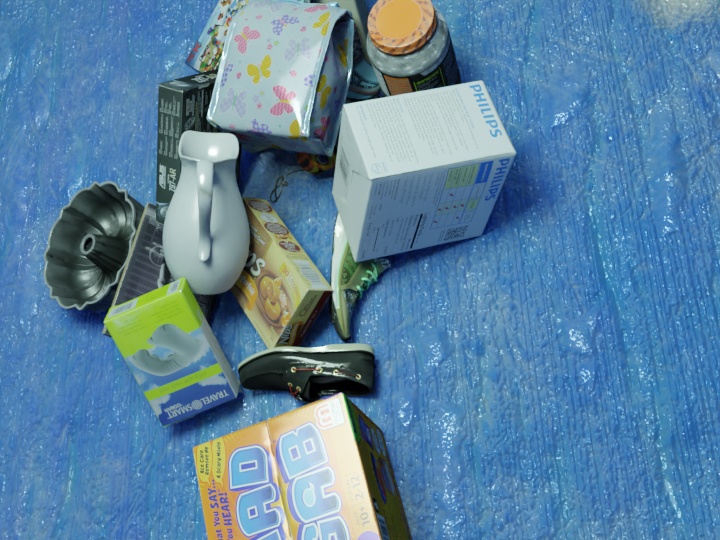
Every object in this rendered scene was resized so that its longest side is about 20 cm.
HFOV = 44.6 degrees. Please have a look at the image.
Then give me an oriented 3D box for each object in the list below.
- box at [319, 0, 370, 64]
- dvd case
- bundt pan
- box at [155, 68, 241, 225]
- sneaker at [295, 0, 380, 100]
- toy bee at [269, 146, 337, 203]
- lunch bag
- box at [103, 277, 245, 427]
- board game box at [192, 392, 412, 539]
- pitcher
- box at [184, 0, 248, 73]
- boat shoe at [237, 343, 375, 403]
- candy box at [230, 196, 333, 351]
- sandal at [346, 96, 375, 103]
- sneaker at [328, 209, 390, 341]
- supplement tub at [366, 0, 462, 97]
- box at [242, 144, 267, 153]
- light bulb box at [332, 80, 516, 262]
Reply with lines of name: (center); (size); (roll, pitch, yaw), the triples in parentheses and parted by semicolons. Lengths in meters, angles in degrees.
box: (-0.039, -0.421, 1.350); (0.076, 0.202, 0.096); (-8, 43, 13)
dvd case: (-0.278, 0.023, 1.288); (0.016, 0.147, 0.204); (-15, 56, 54)
bundt pan: (-0.393, -0.030, 1.352); (0.198, 0.075, 0.207); (-11, 69, 30)
box: (-0.231, -0.180, 1.280); (0.043, 0.160, 0.205); (17, 117, 21)
sneaker: (-0.034, -0.336, 1.306); (0.095, 0.198, 0.080); (-35, 29, 39)
toy bee: (-0.071, -0.192, 1.335); (0.131, 0.107, 0.205); (28, 101, 63)
lunch bag: (-0.102, -0.278, 1.237); (0.166, 0.127, 0.205); (10, 85, 20)
box: (-0.251, 0.123, 1.204); (0.119, 0.203, 0.048); (-21, 23, 7)
board game box: (-0.060, 0.298, 1.064); (0.196, 0.200, 0.204); (-21, 64, 7)
pitcher: (-0.207, -0.066, 1.174); (0.118, 0.205, 0.172); (4, 22, -6)
box: (-0.183, -0.387, 1.377); (0.136, 0.037, 0.203); (33, 93, 43)
boat shoe: (-0.076, 0.144, 1.204); (0.196, 0.074, 0.064); (-5, 58, 10)
candy box: (-0.131, 0.004, 1.254); (0.201, 0.055, 0.116); (52, 120, 33)
sandal: (0.001, -0.221, 1.345); (0.050, 0.081, 0.205); (-56, 47, 37)
sneaker: (0.000, 0.000, 1.251); (0.086, 0.077, 0.205); (4, 73, -1)
supplement tub: (0.079, -0.303, 1.275); (0.119, 0.201, 0.125); (-6, 66, 13)
box: (-0.168, -0.299, 1.406); (0.067, 0.082, 0.205); (-15, 61, 34)
light bulb box: (0.076, -0.129, 1.176); (0.195, 0.200, 0.127); (-12, 62, -14)
